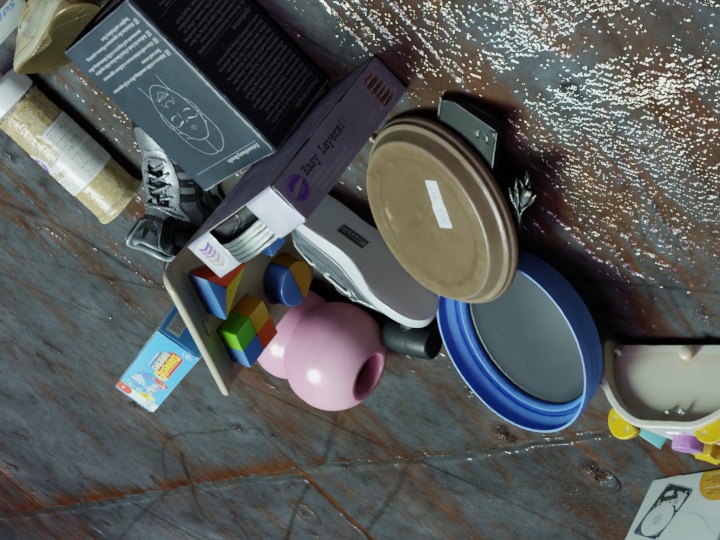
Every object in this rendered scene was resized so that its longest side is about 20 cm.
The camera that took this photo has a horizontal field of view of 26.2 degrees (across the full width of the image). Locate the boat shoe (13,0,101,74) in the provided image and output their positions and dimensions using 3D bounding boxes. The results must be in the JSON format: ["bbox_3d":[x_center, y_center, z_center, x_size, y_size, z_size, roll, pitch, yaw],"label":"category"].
[{"bbox_3d":[-0.322,-0.263,1.613,0.200,0.072,0.066,-34,73,62],"label":"boat shoe"}]

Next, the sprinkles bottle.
[{"bbox_3d":[-0.347,-0.144,1.787,0.200,0.068,0.068,43,148,-16],"label":"sprinkles bottle"}]

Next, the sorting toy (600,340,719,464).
[{"bbox_3d":[0.356,0.148,1.528,0.199,0.108,0.180,-3,152,45],"label":"sorting toy"}]

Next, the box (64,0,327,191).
[{"bbox_3d":[-0.159,-0.197,1.499,0.200,0.107,0.148,45,147,-17],"label":"box"}]

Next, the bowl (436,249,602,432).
[{"bbox_3d":[0.162,0.068,1.570,0.200,0.039,0.202,31,137,34],"label":"bowl"}]

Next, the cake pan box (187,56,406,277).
[{"bbox_3d":[-0.063,-0.095,1.462,0.052,0.201,0.184,42,146,-10],"label":"cake pan box"}]

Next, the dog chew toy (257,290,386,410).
[{"bbox_3d":[-0.068,0.078,1.787,0.199,0.125,0.125,26,149,27],"label":"dog chew toy"}]

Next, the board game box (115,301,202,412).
[{"bbox_3d":[-0.184,0.042,1.762,0.056,0.201,0.196,35,150,-6],"label":"board game box"}]

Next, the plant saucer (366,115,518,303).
[{"bbox_3d":[0.072,-0.053,1.495,0.200,0.029,0.201,36,143,33],"label":"plant saucer"}]

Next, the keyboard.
[{"bbox_3d":[0.116,-0.066,1.465,0.127,0.021,0.201,39,146,29],"label":"keyboard"}]

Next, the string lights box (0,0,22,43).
[{"bbox_3d":[-0.461,-0.307,1.636,0.199,0.103,0.059,30,148,8],"label":"string lights box"}]

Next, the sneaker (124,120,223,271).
[{"bbox_3d":[-0.218,-0.084,1.702,0.075,0.114,0.201,11,142,32],"label":"sneaker"}]

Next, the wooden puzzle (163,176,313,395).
[{"bbox_3d":[-0.116,0.007,1.647,0.046,0.201,0.186,12,143,31],"label":"wooden puzzle"}]

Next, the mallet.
[{"bbox_3d":[0.029,0.016,1.691,0.065,0.041,0.201,6,134,41],"label":"mallet"}]

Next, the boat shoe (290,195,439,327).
[{"bbox_3d":[0.000,0.000,1.612,0.199,0.072,0.068,38,145,20],"label":"boat shoe"}]

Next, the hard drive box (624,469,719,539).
[{"bbox_3d":[0.348,0.314,1.635,0.077,0.201,0.155,43,147,-16],"label":"hard drive box"}]
